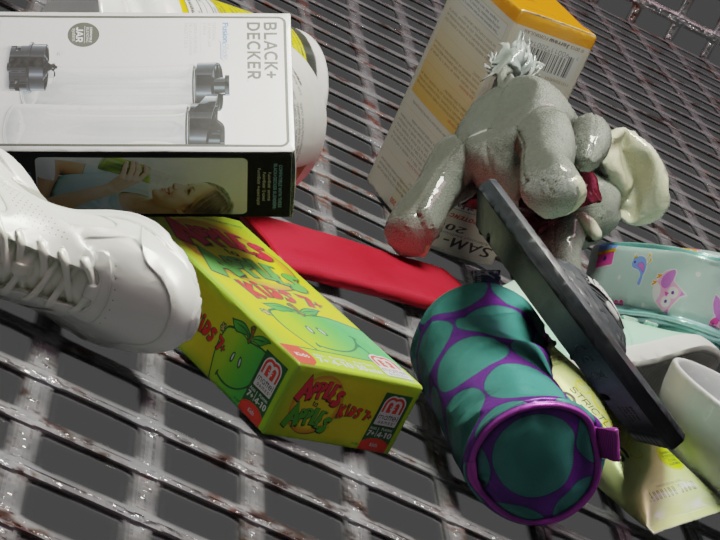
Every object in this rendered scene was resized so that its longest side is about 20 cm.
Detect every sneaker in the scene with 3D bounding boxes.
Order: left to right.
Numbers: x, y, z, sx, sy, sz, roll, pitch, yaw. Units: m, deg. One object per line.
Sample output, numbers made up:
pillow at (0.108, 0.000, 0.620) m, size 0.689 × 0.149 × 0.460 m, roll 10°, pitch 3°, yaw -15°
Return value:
sneaker at (-0.181, -0.004, 1.386) m, size 0.199 × 0.078 × 0.099 m, roll 24°, pitch 19°, yaw 21°
sneaker at (0.165, 0.044, 1.797) m, size 0.200 × 0.074 × 0.118 m, roll 5°, pitch 34°, yaw -51°

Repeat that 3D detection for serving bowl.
serving bowl at (0.272, 0.137, 1.683) m, size 0.200 × 0.066 × 0.200 m, roll 32°, pitch 8°, yaw -5°

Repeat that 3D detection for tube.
tube at (0.144, 0.098, 1.646) m, size 0.200 × 0.058 × 0.052 m, roll 43°, pitch -13°, yaw 33°

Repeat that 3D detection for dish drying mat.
dish drying mat at (0.000, 0.000, 1.779) m, size 0.199 × 0.018 × 0.077 m, roll 16°, pitch 18°, yaw -40°

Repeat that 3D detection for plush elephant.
plush elephant at (0.132, -0.055, 1.871) m, size 0.155 × 0.164 × 0.201 m, roll 50°, pitch 36°, yaw -30°

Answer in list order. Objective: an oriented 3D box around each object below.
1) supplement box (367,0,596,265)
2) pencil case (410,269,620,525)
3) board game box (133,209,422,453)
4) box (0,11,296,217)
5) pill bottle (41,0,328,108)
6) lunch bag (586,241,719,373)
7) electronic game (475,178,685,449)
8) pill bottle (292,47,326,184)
supplement box at (0.092, -0.123, 1.996) m, size 0.073 × 0.201 × 0.126 m, roll 16°, pitch 19°, yaw -26°
pencil case at (0.088, 0.075, 1.543) m, size 0.092 × 0.086 × 0.200 m, roll -9°, pitch 22°, yaw -5°
board game box at (-0.064, 0.029, 1.504) m, size 0.101 × 0.048 × 0.200 m, roll 13°, pitch 21°, yaw -44°
box at (-0.137, -0.093, 1.521) m, size 0.199 × 0.060 × 0.117 m, roll 1°, pitch 50°, yaw -3°
pill bottle at (-0.129, -0.142, 1.842) m, size 0.199 × 0.113 × 0.112 m, roll 15°, pitch 19°, yaw -39°
lunch bag at (0.268, 0.040, 1.939) m, size 0.199 × 0.077 × 0.160 m, roll 23°, pitch -10°, yaw -33°
electronic game at (0.134, 0.027, 1.580) m, size 0.200 × 0.042 × 0.200 m, roll 54°, pitch 3°, yaw -4°
pill bottle at (-0.116, -0.092, 1.679) m, size 0.114 × 0.115 × 0.200 m, roll 33°, pitch 22°, yaw 21°
